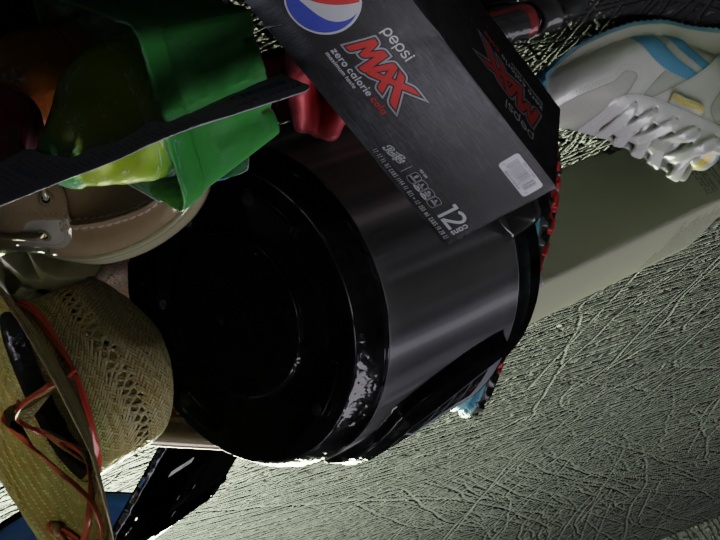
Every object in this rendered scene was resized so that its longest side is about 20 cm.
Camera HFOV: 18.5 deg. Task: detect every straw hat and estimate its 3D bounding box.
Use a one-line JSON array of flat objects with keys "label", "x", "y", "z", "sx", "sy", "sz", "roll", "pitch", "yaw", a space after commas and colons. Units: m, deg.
[{"label": "straw hat", "x": -0.144, "y": 0.056, "z": 1.132, "sx": 0.085, "sy": 0.202, "sz": 0.201, "roll": -27, "pitch": 166, "yaw": -24}]

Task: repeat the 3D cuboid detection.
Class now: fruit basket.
[{"label": "fruit basket", "x": -0.145, "y": -0.059, "z": 0.981, "sx": 0.199, "sy": 0.094, "sz": 0.185, "roll": -30, "pitch": -154, "yaw": -20}]

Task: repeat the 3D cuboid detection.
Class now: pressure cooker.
[{"label": "pressure cooker", "x": -0.001, "y": -0.003, "z": 1.179, "sx": 0.200, "sy": 0.175, "sz": 0.179, "roll": -23, "pitch": 130, "yaw": -48}]

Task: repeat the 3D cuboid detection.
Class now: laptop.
[{"label": "laptop", "x": -0.154, "y": 0.119, "z": 1.378, "sx": 0.200, "sy": 0.103, "sz": 0.177, "roll": -59, "pitch": 169, "yaw": 22}]

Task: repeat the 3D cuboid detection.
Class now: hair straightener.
[{"label": "hair straightener", "x": 0.035, "y": -0.129, "z": 1.182, "sx": 0.199, "sy": 0.041, "sz": 0.077, "roll": -21, "pitch": -167, "yaw": -4}]

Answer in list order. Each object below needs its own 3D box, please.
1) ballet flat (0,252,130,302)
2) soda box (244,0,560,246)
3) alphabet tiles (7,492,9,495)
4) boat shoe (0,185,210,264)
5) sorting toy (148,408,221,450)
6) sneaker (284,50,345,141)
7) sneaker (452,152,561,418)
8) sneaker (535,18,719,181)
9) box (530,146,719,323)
[{"label": "ballet flat", "x": -0.178, "y": 0.000, "z": 1.269, "sx": 0.199, "sy": 0.068, "sz": 0.067, "roll": -9, "pitch": 136, "yaw": 43}, {"label": "soda box", "x": 0.009, "y": -0.110, "z": 0.966, "sx": 0.063, "sy": 0.071, "sz": 0.200, "roll": -27, "pitch": 119, "yaw": 24}, {"label": "alphabet tiles", "x": -0.130, "y": 0.086, "z": 1.426, "sx": 0.199, "sy": 0.008, "sz": 0.167, "roll": -19, "pitch": 163, "yaw": -19}, {"label": "boat shoe", "x": -0.163, "y": -0.044, "z": 1.105, "sx": 0.199, "sy": 0.073, "sz": 0.065, "roll": -3, "pitch": 163, "yaw": 34}, {"label": "sorting toy", "x": -0.090, "y": 0.050, "z": 1.282, "sx": 0.199, "sy": 0.185, "sz": 0.037, "roll": 0, "pitch": 115, "yaw": -9}, {"label": "sneaker", "x": 0.015, "y": -0.126, "z": 1.040, "sx": 0.073, "sy": 0.087, "sz": 0.200, "roll": 17, "pitch": 151, "yaw": -14}, {"label": "sneaker", "x": 0.058, "y": -0.003, "z": 1.317, "sx": 0.095, "sy": 0.079, "sz": 0.201, "roll": 19, "pitch": 118, "yaw": 0}, {"label": "sneaker", "x": 0.183, "y": -0.100, "z": 1.334, "sx": 0.199, "sy": 0.081, "sz": 0.076, "roll": -4, "pitch": 159, "yaw": -35}, {"label": "box", "x": 0.151, "y": -0.029, "z": 1.448, "sx": 0.199, "sy": 0.069, "sz": 0.082, "roll": -22, "pitch": 161, "yaw": -38}]
